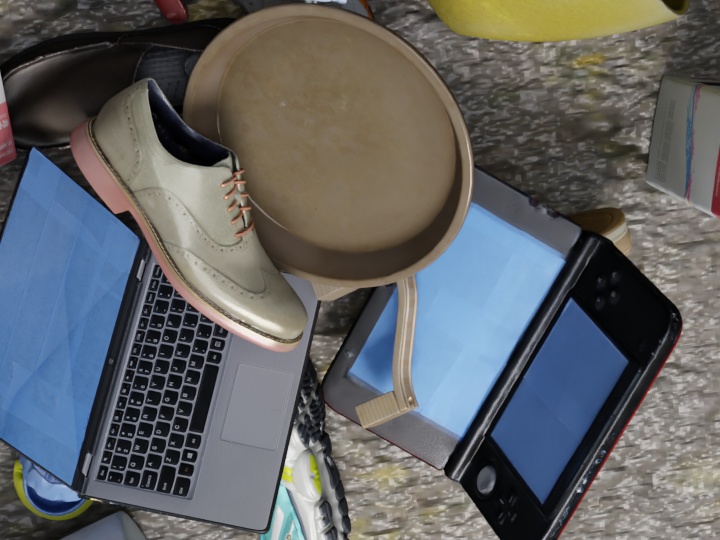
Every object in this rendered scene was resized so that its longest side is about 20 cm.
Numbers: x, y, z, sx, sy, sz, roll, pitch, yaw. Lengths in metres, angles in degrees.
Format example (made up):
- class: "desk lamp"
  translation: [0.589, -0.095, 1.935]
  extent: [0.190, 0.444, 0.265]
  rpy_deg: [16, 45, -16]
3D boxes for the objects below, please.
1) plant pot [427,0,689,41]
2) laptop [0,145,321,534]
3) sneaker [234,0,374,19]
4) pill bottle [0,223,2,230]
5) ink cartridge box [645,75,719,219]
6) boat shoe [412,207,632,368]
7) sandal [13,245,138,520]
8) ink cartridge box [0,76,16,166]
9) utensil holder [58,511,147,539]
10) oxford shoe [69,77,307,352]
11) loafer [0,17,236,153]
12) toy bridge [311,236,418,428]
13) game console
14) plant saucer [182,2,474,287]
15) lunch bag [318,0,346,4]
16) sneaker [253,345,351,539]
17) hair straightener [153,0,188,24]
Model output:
- class: "plant pot"
  translation: [0.106, -0.229, 1.228]
  extent: [0.141, 0.200, 0.201]
  rpy_deg: [-22, 107, 23]
- class: "laptop"
  translation: [-0.136, 0.045, 1.221]
  extent: [0.198, 0.116, 0.189]
  rpy_deg: [11, 62, 3]
- class: "sneaker"
  translation: [-0.037, -0.168, 1.273]
  extent: [0.091, 0.076, 0.202]
  rpy_deg: [-12, 97, 3]
- class: "pill bottle"
  translation: [-0.305, 0.057, 1.261]
  extent: [0.110, 0.111, 0.202]
  rpy_deg: [14, 101, -11]
- class: "ink cartridge box"
  translation: [0.289, -0.076, 1.268]
  extent: [0.144, 0.200, 0.084]
  rpy_deg: [5, 100, -9]
- class: "boat shoe"
  translation: [0.112, 0.031, 1.338]
  extent: [0.199, 0.074, 0.069]
  rpy_deg: [-33, 108, 10]
- class: "sandal"
  translation: [-0.191, 0.077, 1.292]
  extent: [0.079, 0.087, 0.202]
  rpy_deg: [5, 94, -9]
- class: "ink cartridge box"
  translation: [-0.301, -0.157, 1.213]
  extent: [0.115, 0.067, 0.202]
  rpy_deg: [-3, 106, 21]
- class: "utensil holder"
  translation: [-0.216, 0.280, 1.298]
  extent: [0.199, 0.170, 0.171]
  rpy_deg: [-28, 105, -2]
- class: "oxford shoe"
  translation: [-0.097, -0.033, 1.215]
  extent: [0.074, 0.071, 0.200]
  rpy_deg: [-39, 101, 25]
- class: "loafer"
  translation: [-0.160, -0.125, 1.259]
  extent: [0.198, 0.071, 0.074]
  rpy_deg: [-17, 105, -4]
- class: "toy bridge"
  translation: [0.000, 0.000, 1.280]
  extent: [0.067, 0.027, 0.202]
  rpy_deg: [-24, 77, 25]
- class: "game console"
  translation: [0.088, 0.060, 1.252]
  extent: [0.118, 0.173, 0.201]
  rpy_deg: [19, 109, -31]
- class: "plant saucer"
  translation: [-0.019, -0.081, 1.213]
  extent: [0.198, 0.030, 0.202]
  rpy_deg: [11, 125, 16]
- class: "lunch bag"
  translation: [-0.078, -0.266, 1.171]
  extent: [0.168, 0.127, 0.202]
  rpy_deg: [4, 76, 2]
- class: "sneaker"
  translation: [-0.066, 0.121, 1.330]
  extent: [0.079, 0.077, 0.202]
  rpy_deg: [-9, 97, 15]
- class: "hair straightener"
  translation: [-0.147, -0.266, 1.253]
  extent: [0.077, 0.041, 0.201]
  rpy_deg: [-37, 101, -20]
